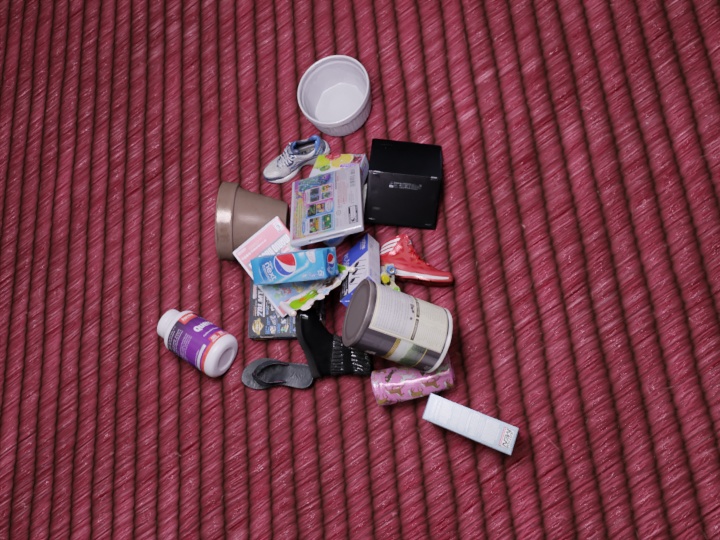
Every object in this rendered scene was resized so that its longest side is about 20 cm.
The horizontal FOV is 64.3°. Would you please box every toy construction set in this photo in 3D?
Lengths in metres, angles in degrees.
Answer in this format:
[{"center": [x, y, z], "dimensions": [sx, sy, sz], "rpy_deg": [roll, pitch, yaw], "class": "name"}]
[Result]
[{"center": [0.069, 0.098, 1.350], "dimensions": [0.130, 0.092, 0.202], "rpy_deg": [-33, 100, -9], "class": "toy construction set"}]

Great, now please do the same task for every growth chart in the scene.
[{"center": [-0.099, 0.042, 1.321], "dimensions": [0.199, 0.144, 0.018], "rpy_deg": [-36, 107, -22], "class": "growth chart"}]

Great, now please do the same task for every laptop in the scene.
[{"center": [0.109, -0.223, 1.460], "dimensions": [0.183, 0.116, 0.205], "rpy_deg": [6, 104, 1], "class": "laptop"}]

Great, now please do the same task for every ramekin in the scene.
[{"center": [-0.061, -0.459, 1.539], "dimensions": [0.196, 0.105, 0.205], "rpy_deg": [-4, 75, 14], "class": "ramekin"}]

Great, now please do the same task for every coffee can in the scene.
[{"center": [0.077, 0.119, 1.225], "dimensions": [0.197, 0.146, 0.149], "rpy_deg": [20, 78, -16], "class": "coffee can"}]

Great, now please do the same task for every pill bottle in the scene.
[{"center": [-0.416, 0.177, 1.450], "dimensions": [0.197, 0.113, 0.114], "rpy_deg": [26, 82, 19], "class": "pill bottle"}]

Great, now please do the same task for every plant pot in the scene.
[{"center": [-0.271, -0.122, 1.469], "dimensions": [0.170, 0.201, 0.205], "rpy_deg": [3, 75, -3], "class": "plant pot"}]

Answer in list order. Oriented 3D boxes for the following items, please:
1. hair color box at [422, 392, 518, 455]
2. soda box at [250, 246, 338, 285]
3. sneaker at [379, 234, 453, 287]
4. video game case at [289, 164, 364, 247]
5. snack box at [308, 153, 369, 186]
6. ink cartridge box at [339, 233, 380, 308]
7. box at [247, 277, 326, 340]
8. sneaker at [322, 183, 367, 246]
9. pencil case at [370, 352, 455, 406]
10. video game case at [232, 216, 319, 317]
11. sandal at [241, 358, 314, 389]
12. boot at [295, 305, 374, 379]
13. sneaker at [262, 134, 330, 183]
[{"center": [0.240, 0.335, 1.250], "dimensions": [0.197, 0.099, 0.062], "rpy_deg": [19, 79, 18], "class": "hair color box"}, {"center": [-0.152, -0.010, 1.319], "dimensions": [0.196, 0.068, 0.066], "rpy_deg": [-6, 96, 26], "class": "soda box"}, {"center": [0.133, -0.030, 1.389], "dimensions": [0.196, 0.078, 0.118], "rpy_deg": [9, 79, 15], "class": "sneaker"}, {"center": [-0.081, -0.156, 1.370], "dimensions": [0.178, 0.024, 0.203], "rpy_deg": [-13, 53, 13], "class": "video game case"}, {"center": [-0.069, -0.210, 1.456], "dimensions": [0.139, 0.053, 0.203], "rpy_deg": [2, 54, 24], "class": "snack box"}, {"center": [0.000, 0.000, 1.353], "dimensions": [0.044, 0.201, 0.094], "rpy_deg": [40, 113, -21], "class": "ink cartridge box"}, {"center": [-0.185, 0.072, 1.455], "dimensions": [0.194, 0.050, 0.205], "rpy_deg": [-4, 75, 13], "class": "box"}, {"center": [-0.027, -0.145, 1.463], "dimensions": [0.072, 0.073, 0.201], "rpy_deg": [40, 86, 22], "class": "sneaker"}, {"center": [0.119, 0.249, 1.314], "dimensions": [0.196, 0.087, 0.085], "rpy_deg": [-17, 91, 8], "class": "pencil case"}, {"center": [-0.197, -0.008, 1.401], "dimensions": [0.142, 0.017, 0.201], "rpy_deg": [-38, 97, 0], "class": "video game case"}, {"center": [-0.209, 0.251, 1.410], "dimensions": [0.196, 0.048, 0.077], "rpy_deg": [-4, 72, 17], "class": "sandal"}, {"center": [-0.057, 0.160, 1.343], "dimensions": [0.154, 0.214, 0.080], "rpy_deg": [-8, 30, 15], "class": "boot"}, {"center": [-0.182, -0.308, 1.539], "dimensions": [0.197, 0.085, 0.078], "rpy_deg": [-28, 70, 6], "class": "sneaker"}]
